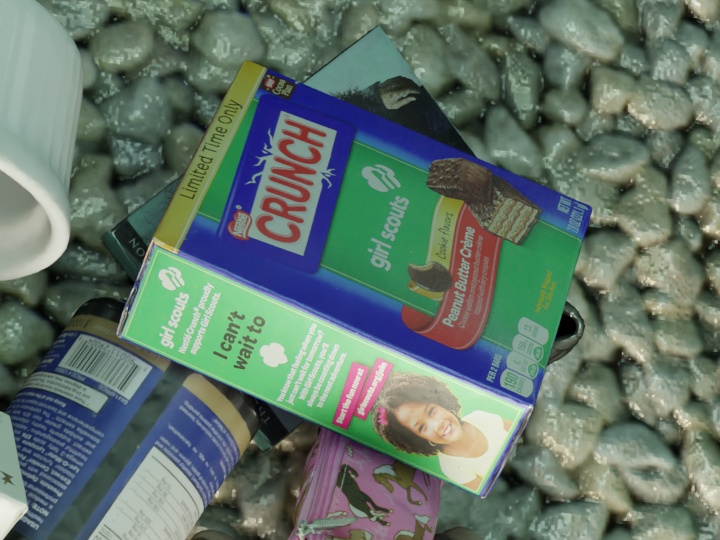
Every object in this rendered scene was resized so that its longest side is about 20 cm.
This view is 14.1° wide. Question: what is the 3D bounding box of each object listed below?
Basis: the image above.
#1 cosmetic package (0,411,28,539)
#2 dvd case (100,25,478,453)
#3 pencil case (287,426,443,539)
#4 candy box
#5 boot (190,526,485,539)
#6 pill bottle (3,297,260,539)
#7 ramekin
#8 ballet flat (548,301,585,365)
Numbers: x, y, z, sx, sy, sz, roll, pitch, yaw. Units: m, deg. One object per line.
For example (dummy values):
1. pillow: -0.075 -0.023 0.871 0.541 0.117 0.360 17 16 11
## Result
1. cosmetic package: -0.252 0.141 1.344 0.107 0.085 0.200 30 108 -26
2. dvd case: -0.021 -0.019 1.561 0.200 0.022 0.146 -38 94 -22
3. pencil case: 0.003 0.110 1.448 0.083 0.087 0.200 21 38 -4
4. candy box: 0.000 0.000 1.442 0.199 0.077 0.169 22 39 -1
5. boot: 0.011 0.180 1.504 0.146 0.070 0.200 -41 104 -34
6. pill bottle: -0.146 0.121 1.437 0.112 0.112 0.200 38 69 -9
7. ramekin: -0.229 -0.078 1.405 0.200 0.200 0.098 18 66 -16
8. ballet flat: 0.025 0.007 1.530 0.199 0.057 0.067 12 74 -18
